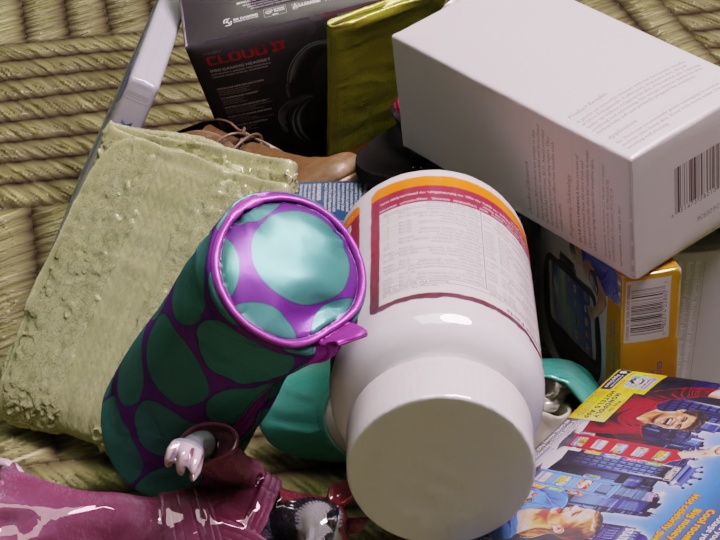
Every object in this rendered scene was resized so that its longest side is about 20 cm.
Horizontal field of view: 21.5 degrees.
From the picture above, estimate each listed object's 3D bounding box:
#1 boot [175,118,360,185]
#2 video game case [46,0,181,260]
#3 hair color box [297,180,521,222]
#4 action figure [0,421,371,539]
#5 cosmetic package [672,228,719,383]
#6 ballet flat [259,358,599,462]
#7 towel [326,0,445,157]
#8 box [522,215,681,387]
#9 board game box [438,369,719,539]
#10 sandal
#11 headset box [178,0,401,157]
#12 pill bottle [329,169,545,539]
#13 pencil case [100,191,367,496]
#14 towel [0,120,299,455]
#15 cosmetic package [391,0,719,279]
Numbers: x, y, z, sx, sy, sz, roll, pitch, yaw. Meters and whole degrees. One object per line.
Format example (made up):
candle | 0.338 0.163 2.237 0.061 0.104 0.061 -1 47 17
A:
boot | -0.079 -0.065 1.261 0.199 0.076 0.073 -8 10 39
video game case | -0.167 -0.092 1.289 0.022 0.183 0.200 23 27 -10
hair color box | 0.000 0.000 1.184 0.199 0.101 0.061 -2 27 0
action figure | -0.091 0.145 0.954 0.199 0.135 0.149 -10 3 -14
cosmetic package | 0.190 -0.014 1.194 0.090 0.107 0.200 -4 27 -11
ballet flat | 0.042 0.079 1.064 0.199 0.068 0.070 -2 9 -3
towel | 0.016 -0.108 1.285 0.086 0.200 0.018 -22 56 -17
box | 0.137 0.007 1.145 0.041 0.120 0.200 -10 29 -13
board game box | 0.166 0.132 0.927 0.199 0.062 0.200 8 32 39
sandal | 0.054 -0.103 1.221 0.075 0.045 0.200 11 31 23
headset box | -0.036 -0.150 1.308 0.148 0.200 0.078 -13 58 3
pill bottle | 0.039 0.041 0.975 0.109 0.110 0.200 -1 33 1
pencil case | -0.067 0.045 0.970 0.085 0.200 0.093 -24 73 -34
towel | -0.124 0.013 1.117 0.148 0.036 0.201 15 78 27
cosmetic package | 0.121 -0.089 1.089 0.107 0.085 0.200 -29 41 -26
